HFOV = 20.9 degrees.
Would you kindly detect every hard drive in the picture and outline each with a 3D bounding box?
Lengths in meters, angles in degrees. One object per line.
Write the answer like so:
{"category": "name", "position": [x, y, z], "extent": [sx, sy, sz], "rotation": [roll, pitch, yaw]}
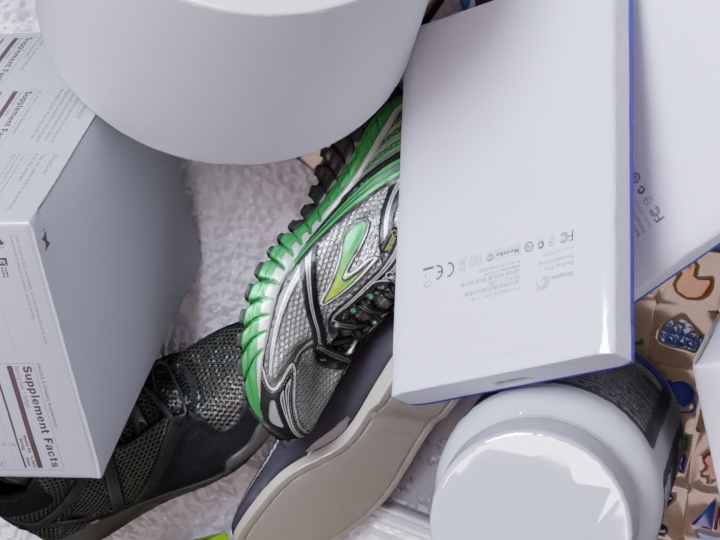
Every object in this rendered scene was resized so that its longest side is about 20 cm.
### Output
{"category": "hard drive", "position": [0.075, -0.041, 0.966], "extent": [0.132, 0.025, 0.200], "rotation": [-14, 64, 39]}
{"category": "hard drive", "position": [0.163, -0.083, 0.970], "extent": [0.200, 0.025, 0.132], "rotation": [-37, 67, 26]}

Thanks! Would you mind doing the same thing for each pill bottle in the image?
{"category": "pill bottle", "position": [0.100, 0.104, 0.990], "extent": [0.114, 0.200, 0.114], "rotation": [2, 99, 14]}

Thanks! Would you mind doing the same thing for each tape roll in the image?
{"category": "tape roll", "position": [-0.058, -0.171, 0.956], "extent": [0.203, 0.139, 0.203], "rotation": [4, 63, -7]}

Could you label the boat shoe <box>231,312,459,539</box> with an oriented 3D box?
{"category": "boat shoe", "position": [-0.008, 0.085, 1.106], "extent": [0.200, 0.073, 0.063], "rotation": [-49, 42, 21]}

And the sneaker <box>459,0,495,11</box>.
{"category": "sneaker", "position": [0.047, -0.220, 1.036], "extent": [0.077, 0.076, 0.200], "rotation": [-8, 100, 41]}

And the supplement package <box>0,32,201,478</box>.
{"category": "supplement package", "position": [-0.172, -0.012, 1.024], "extent": [0.111, 0.200, 0.156], "rotation": [-1, 124, 14]}

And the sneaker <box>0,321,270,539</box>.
{"category": "sneaker", "position": [-0.132, 0.085, 1.093], "extent": [0.199, 0.114, 0.076], "rotation": [-31, 61, 16]}

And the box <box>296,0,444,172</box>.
{"category": "box", "position": [-0.068, -0.161, 1.085], "extent": [0.200, 0.032, 0.121], "rotation": [37, 105, 7]}

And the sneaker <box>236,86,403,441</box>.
{"category": "sneaker", "position": [0.000, 0.000, 1.040], "extent": [0.085, 0.078, 0.200], "rotation": [24, 86, 23]}

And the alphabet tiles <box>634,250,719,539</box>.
{"category": "alphabet tiles", "position": [0.188, 0.071, 1.072], "extent": [0.200, 0.008, 0.167], "rotation": [10, 101, 12]}

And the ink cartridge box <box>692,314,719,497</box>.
{"category": "ink cartridge box", "position": [0.263, 0.116, 0.995], "extent": [0.147, 0.083, 0.200], "rotation": [-8, 106, 26]}

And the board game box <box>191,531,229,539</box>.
{"category": "board game box", "position": [-0.087, 0.258, 1.128], "extent": [0.102, 0.048, 0.200], "rotation": [-20, 94, 41]}
